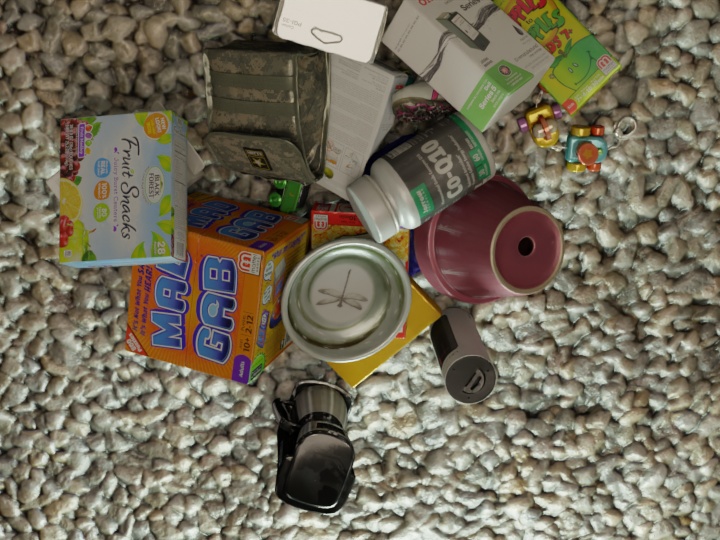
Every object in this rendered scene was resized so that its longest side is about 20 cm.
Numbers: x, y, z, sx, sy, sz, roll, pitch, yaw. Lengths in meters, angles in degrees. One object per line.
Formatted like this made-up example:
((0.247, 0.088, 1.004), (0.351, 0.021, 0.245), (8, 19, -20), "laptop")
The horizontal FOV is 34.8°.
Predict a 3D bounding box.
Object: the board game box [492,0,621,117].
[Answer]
((0.275, -0.332, 1.677), (0.102, 0.048, 0.200), (-44, 85, 12), "board game box")

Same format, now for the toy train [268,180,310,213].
((-0.125, -0.058, 1.782), (0.056, 0.042, 0.202), (23, 109, 19), "toy train")

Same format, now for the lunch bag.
((-0.134, -0.225, 1.665), (0.162, 0.117, 0.202), (9, 113, 26), "lunch bag")

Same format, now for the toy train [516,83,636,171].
((0.326, -0.237, 1.745), (0.200, 0.056, 0.150), (39, 103, -15), "toy train")

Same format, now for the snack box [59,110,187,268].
((-0.323, -0.109, 1.572), (0.167, 0.068, 0.203), (-2, 84, 12), "snack box")

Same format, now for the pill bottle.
((0.085, -0.132, 1.652), (0.199, 0.113, 0.114), (-33, 109, -9), "pill bottle")

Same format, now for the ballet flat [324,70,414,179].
((0.003, -0.221, 1.725), (0.067, 0.067, 0.201), (32, 94, 28), "ballet flat")

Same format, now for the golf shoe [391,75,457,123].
((0.103, -0.267, 1.667), (0.072, 0.199, 0.093), (-19, 90, 39), "golf shoe")

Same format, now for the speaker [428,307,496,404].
((0.157, 0.130, 1.787), (0.080, 0.200, 0.082), (-1, 110, -3), "speaker")

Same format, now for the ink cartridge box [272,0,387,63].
((-0.043, -0.362, 1.602), (0.145, 0.200, 0.084), (15, 108, -9), "ink cartridge box")

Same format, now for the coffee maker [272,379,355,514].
((-0.070, 0.301, 1.835), (0.133, 0.200, 0.194), (-4, 110, -1), "coffee maker")

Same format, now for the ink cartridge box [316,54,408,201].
((-0.030, -0.225, 1.694), (0.161, 0.050, 0.202), (30, 117, 25), "ink cartridge box")

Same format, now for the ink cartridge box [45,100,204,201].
((-0.332, -0.144, 1.691), (0.199, 0.125, 0.129), (-35, 96, 9), "ink cartridge box")

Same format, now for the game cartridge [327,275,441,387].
((0.000, 0.066, 1.826), (0.200, 0.032, 0.176), (-40, 103, 18), "game cartridge")

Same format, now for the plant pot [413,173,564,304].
((0.202, -0.041, 1.710), (0.198, 0.179, 0.203), (-4, 101, -23), "plant pot")

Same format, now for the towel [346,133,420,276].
((0.070, -0.094, 1.784), (0.147, 0.050, 0.201), (-30, 109, 6), "towel")

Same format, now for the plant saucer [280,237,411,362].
((-0.024, 0.037, 1.706), (0.198, 0.050, 0.202), (-6, 116, -12), "plant saucer")

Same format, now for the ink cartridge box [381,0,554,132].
((0.151, -0.312, 1.619), (0.200, 0.145, 0.084), (43, 136, 8), "ink cartridge box")

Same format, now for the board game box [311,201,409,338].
((0.000, 0.000, 1.757), (0.150, 0.046, 0.202), (3, 112, 5), "board game box")

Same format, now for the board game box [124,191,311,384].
((-0.207, 0.019, 1.698), (0.198, 0.200, 0.202), (14, 109, 14), "board game box")
